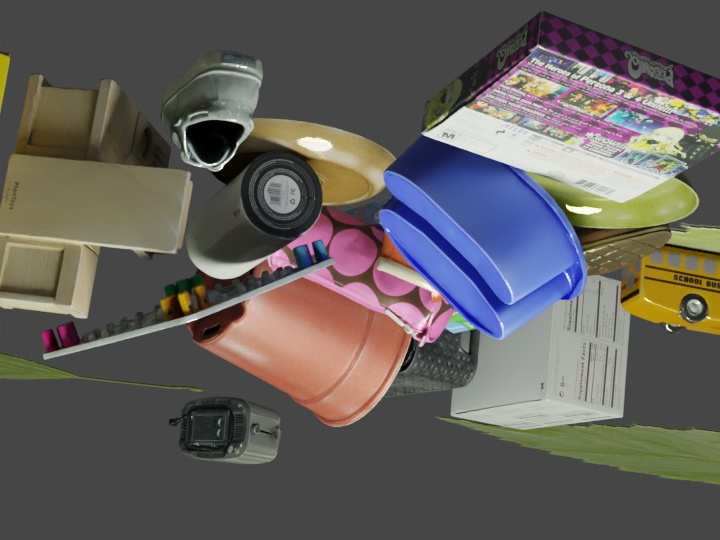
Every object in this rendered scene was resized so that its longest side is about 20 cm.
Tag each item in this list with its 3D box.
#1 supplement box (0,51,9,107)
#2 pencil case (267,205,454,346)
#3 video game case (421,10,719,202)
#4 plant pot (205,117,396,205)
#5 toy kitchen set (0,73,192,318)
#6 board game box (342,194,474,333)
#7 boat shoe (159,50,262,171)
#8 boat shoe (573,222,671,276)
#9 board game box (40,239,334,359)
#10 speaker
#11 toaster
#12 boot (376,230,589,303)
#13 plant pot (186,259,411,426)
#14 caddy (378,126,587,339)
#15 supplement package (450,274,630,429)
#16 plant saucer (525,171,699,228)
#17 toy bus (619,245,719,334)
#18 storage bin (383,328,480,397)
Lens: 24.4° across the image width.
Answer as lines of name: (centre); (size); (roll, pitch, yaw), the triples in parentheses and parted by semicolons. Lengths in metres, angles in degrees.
supplement box: (-0.398, -0.130, 1.440); (0.108, 0.111, 0.199); (16, 163, -32)
pencil case: (0.000, 0.000, 1.660); (0.198, 0.094, 0.091); (23, 152, 15)
video game case: (0.175, -0.121, 1.294); (0.198, 0.036, 0.181); (16, 157, -21)
plant pot: (-0.063, -0.097, 1.578); (0.197, 0.028, 0.200); (6, 167, 1)
toy kitchen set: (-0.208, -0.045, 1.483); (0.161, 0.203, 0.181); (6, 166, 12)
board game box: (0.073, -0.005, 1.751); (0.199, 0.037, 0.151); (34, 155, -23)
boat shoe: (-0.131, -0.124, 1.410); (0.069, 0.072, 0.201); (11, 165, -15)
boat shoe: (0.203, -0.031, 1.635); (0.198, 0.068, 0.072); (-14, 159, 11)
board game box: (-0.154, 0.024, 1.477); (0.198, 0.026, 0.199); (-15, -174, 39)
speaker: (-0.103, -0.048, 1.571); (0.080, 0.082, 0.200); (11, 165, -18)
toaster: (-0.240, 0.296, 3.043); (0.198, 0.115, 0.129); (-6, 164, 36)
boot: (0.113, -0.010, 1.575); (0.198, 0.108, 0.075); (20, 180, 6)
plant pot: (-0.075, 0.046, 1.845); (0.194, 0.203, 0.200); (25, 159, -30)
caddy: (0.107, -0.042, 1.421); (0.200, 0.105, 0.142); (45, 157, 18)
supplement package: (0.206, 0.092, 1.924); (0.110, 0.158, 0.199); (13, 165, -28)
plant saucer: (0.206, -0.081, 1.501); (0.197, 0.031, 0.200); (7, 165, 2)
toy bus: (0.376, 0.028, 1.752); (0.197, 0.079, 0.065); (9, 165, -10)
storage bin: (0.045, 0.067, 1.944); (0.093, 0.137, 0.199); (15, 164, -31)
